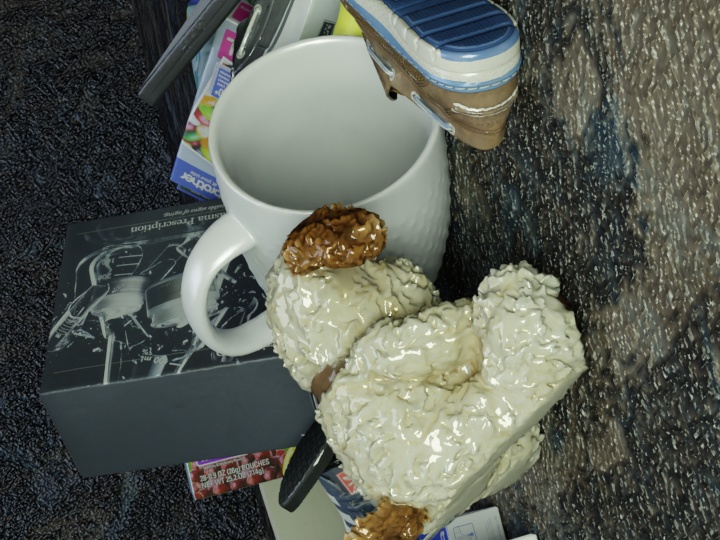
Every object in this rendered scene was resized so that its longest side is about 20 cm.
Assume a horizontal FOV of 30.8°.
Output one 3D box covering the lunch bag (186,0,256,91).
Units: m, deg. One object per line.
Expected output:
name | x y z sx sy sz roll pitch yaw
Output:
lunch bag | -0.084 -0.136 1.189 0.171 0.126 0.202 -108 2 -53

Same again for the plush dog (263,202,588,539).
plush dog | 0.010 0.053 0.728 0.172 0.160 0.201 48 159 19

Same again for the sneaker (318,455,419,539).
sneaker | 0.005 0.184 1.081 0.201 0.075 0.085 54 179 20

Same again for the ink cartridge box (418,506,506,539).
ink cartridge box | 0.094 0.276 0.930 0.094 0.044 0.203 121 136 -72

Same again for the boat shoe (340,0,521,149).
boat shoe | 0.030 -0.133 0.744 0.201 0.071 0.073 -117 17 -53

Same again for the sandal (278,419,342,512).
sandal | 0.007 0.095 0.937 0.045 0.201 0.075 41 144 -8

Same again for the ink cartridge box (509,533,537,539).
ink cartridge box | 0.066 0.285 0.825 0.084 0.143 0.203 114 142 -70

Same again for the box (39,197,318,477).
box | -0.130 0.045 1.018 0.105 0.197 0.184 75 -173 -45

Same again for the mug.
mug | -0.032 -0.024 0.854 0.147 0.199 0.176 41 158 32

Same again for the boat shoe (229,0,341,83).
boat shoe | -0.061 -0.158 0.949 0.068 0.071 0.202 35 108 34

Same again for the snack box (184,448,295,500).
snack box | -0.074 0.095 1.178 0.068 0.197 0.171 -173 71 -77

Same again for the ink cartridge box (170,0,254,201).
ink cartridge box | -0.081 -0.107 1.059 0.042 0.118 0.201 -64 0 -48

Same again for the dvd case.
dvd case | -0.093 -0.219 0.975 0.143 0.017 0.201 -43 17 35

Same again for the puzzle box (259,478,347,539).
puzzle box | -0.009 0.238 1.180 0.201 0.131 0.026 -116 18 -52

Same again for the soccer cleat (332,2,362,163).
soccer cleat | -0.008 -0.121 0.912 0.201 0.082 0.065 93 161 -53
